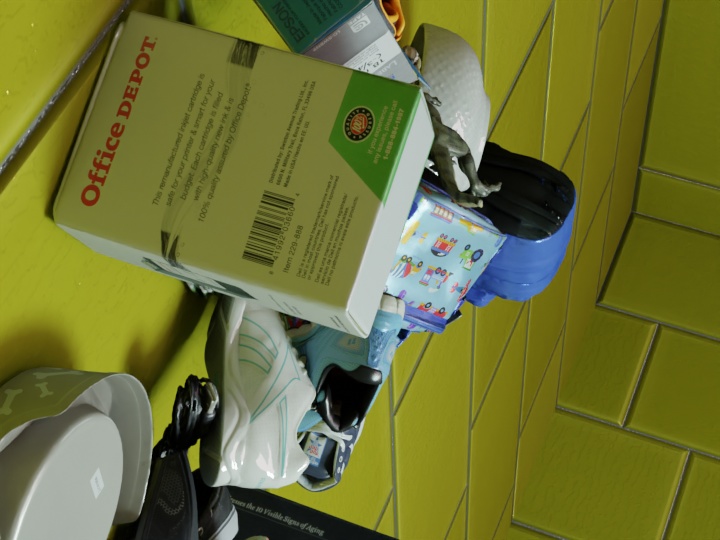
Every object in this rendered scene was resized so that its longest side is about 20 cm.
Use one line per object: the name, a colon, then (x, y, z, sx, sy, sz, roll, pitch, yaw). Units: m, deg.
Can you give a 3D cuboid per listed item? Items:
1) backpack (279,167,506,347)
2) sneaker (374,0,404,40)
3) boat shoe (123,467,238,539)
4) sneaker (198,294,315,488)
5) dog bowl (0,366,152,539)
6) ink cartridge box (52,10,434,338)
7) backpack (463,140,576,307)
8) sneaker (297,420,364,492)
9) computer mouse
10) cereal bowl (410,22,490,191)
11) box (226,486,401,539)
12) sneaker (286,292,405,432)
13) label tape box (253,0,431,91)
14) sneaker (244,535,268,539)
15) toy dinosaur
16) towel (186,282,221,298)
backpack: (0.000, 0.000, 1.240, 0.201, 0.135, 0.182, -53, 138, 8)
sneaker: (-0.003, -0.198, 1.235, 0.078, 0.076, 0.202, -52, 155, -57)
boat shoe: (-0.156, 0.215, 1.149, 0.200, 0.069, 0.067, -37, 121, -58)
sneaker: (-0.078, 0.078, 1.134, 0.071, 0.079, 0.202, 128, -32, -54)
dog bowl: (-0.203, 0.153, 0.926, 0.200, 0.058, 0.202, 17, 90, -75)
ink cartridge box: (-0.070, -0.061, 0.916, 0.084, 0.198, 0.147, 54, 54, -74)
backpack: (0.137, -0.052, 1.632, 0.169, 0.198, 0.163, 91, 22, -44)
sneaker: (-0.030, 0.137, 1.483, 0.109, 0.069, 0.202, -58, 161, -49)
computer mouse: (-0.137, 0.187, 1.052, 0.139, 0.052, 0.201, 121, -15, -48)
cereal bowl: (0.075, -0.135, 1.429, 0.200, 0.082, 0.202, -168, -90, -84)
box: (-0.064, 0.311, 1.301, 0.124, 0.198, 0.199, 54, 54, -72)
sneaker: (-0.031, 0.090, 1.167, 0.200, 0.078, 0.091, 129, -29, -55)
label tape box: (-0.032, -0.186, 1.010, 0.063, 0.145, 0.200, -37, 164, 5)
sneaker: (-0.126, 0.300, 1.162, 0.200, 0.082, 0.077, -43, -178, 17)
toy dinosaur: (0.070, -0.099, 1.213, 0.047, 0.201, 0.088, -33, 140, 10)
towel: (-0.094, -0.059, 1.067, 0.200, 0.030, 0.151, 91, 19, -81)
